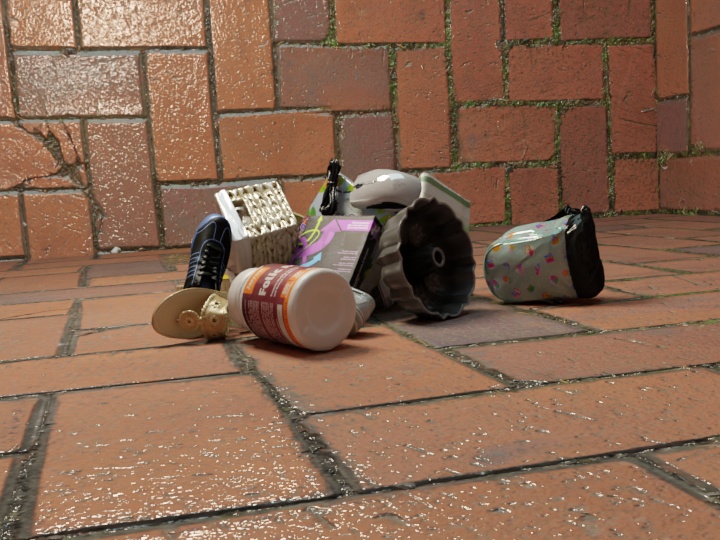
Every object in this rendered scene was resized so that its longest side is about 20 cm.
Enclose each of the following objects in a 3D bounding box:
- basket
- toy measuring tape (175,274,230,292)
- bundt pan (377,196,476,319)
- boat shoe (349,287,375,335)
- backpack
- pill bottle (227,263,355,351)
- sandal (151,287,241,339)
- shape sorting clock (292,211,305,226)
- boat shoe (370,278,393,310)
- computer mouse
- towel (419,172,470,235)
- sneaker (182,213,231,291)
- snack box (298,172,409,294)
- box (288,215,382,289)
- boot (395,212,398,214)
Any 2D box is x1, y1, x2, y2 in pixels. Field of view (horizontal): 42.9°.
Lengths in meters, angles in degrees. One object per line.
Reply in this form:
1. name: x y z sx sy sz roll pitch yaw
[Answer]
1. basket: -0.181 -0.044 1.647 0.121 0.202 0.137 -17 52 -15
2. toy measuring tape: -0.281 0.032 1.849 0.197 0.075 0.073 -6 6 -26
3. bundt pan: 0.104 -0.015 1.522 0.075 0.206 0.200 -15 -4 44
4. boat shoe: -0.058 0.049 1.441 0.199 0.071 0.071 13 41 42
5. backpack: 0.316 -0.019 1.617 0.197 0.170 0.126 -7 8 31
6. pill bottle: -0.106 0.049 1.338 0.113 0.117 0.198 -7 7 -37
7. sandal: -0.214 0.068 1.422 0.209 0.079 0.069 0 3 -40
8. shape sorting clock: -0.157 -0.030 1.798 0.196 0.203 0.039 -3 33 -2
9. boat shoe: 0.000 0.000 1.679 0.065 0.071 0.202 -19 50 -7
10. computer mouse: 0.013 -0.144 1.580 0.197 0.111 0.044 2 -26 33
11. towel: 0.147 -0.061 1.687 0.030 0.204 0.148 -14 -29 41
12. sneaker: -0.248 0.006 1.484 0.069 0.204 0.078 17 -5 -24
13. snack box: -0.016 -0.071 1.636 0.199 0.143 0.053 39 9 40
14. box: -0.058 -0.003 1.542 0.141 0.203 0.036 1 -32 32
15. boot: 0.091 -0.045 1.722 0.079 0.160 0.210 -33 -27 21
